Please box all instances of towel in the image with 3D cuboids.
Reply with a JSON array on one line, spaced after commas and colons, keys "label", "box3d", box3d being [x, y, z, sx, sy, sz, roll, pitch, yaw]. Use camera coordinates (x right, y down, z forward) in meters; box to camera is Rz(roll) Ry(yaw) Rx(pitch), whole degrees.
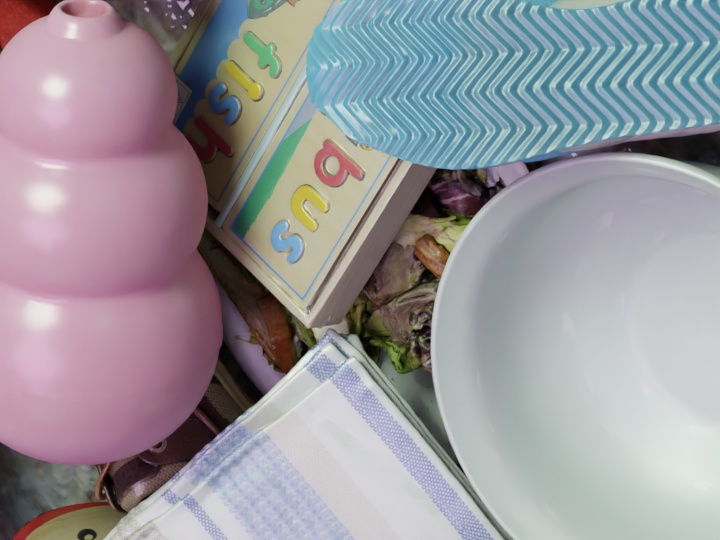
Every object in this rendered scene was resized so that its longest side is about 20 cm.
[{"label": "towel", "box3d": [-0.034, 0.143, 1.167, 0.200, 0.024, 0.147, -42, 86, 11]}]

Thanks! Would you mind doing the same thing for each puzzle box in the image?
[{"label": "puzzle box", "box3d": [-0.011, -0.092, 1.127, 0.133, 0.025, 0.201, 42, 116, 23]}]

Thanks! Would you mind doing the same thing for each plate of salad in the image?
[{"label": "plate of salad", "box3d": [0.000, 0.000, 1.181, 0.199, 0.048, 0.201, 13, 115, 29]}]

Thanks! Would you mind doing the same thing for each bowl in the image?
[{"label": "bowl", "box3d": [0.135, 0.036, 1.080, 0.200, 0.090, 0.202, 13, 116, 28]}]

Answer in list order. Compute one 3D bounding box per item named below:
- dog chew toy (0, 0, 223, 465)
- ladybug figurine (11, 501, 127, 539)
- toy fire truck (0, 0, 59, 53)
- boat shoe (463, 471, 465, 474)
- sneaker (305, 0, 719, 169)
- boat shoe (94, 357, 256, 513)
[{"label": "dog chew toy", "box3d": [-0.119, -0.019, 1.125, 0.124, 0.124, 0.201, 18, 121, 26]}, {"label": "ladybug figurine", "box3d": [-0.153, 0.173, 1.287, 0.072, 0.136, 0.200, 32, 151, -8]}, {"label": "toy fire truck", "box3d": [-0.200, -0.065, 1.258, 0.200, 0.112, 0.169, -44, 65, 36]}, {"label": "boat shoe", "box3d": [0.040, 0.146, 1.203, 0.074, 0.067, 0.200, 50, 127, 5]}, {"label": "sneaker", "box3d": [0.078, -0.078, 1.037, 0.198, 0.081, 0.077, -1, 90, 8]}, {"label": "boat shoe", "box3d": [-0.092, 0.081, 1.228, 0.200, 0.072, 0.072, 41, 127, -10]}]
